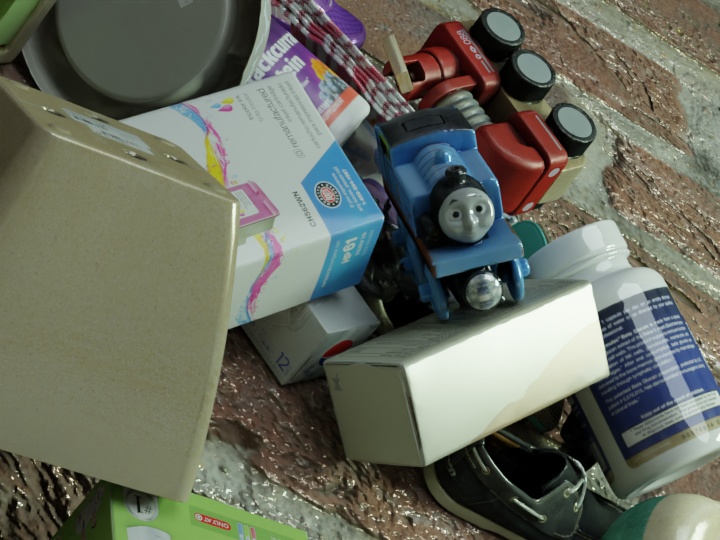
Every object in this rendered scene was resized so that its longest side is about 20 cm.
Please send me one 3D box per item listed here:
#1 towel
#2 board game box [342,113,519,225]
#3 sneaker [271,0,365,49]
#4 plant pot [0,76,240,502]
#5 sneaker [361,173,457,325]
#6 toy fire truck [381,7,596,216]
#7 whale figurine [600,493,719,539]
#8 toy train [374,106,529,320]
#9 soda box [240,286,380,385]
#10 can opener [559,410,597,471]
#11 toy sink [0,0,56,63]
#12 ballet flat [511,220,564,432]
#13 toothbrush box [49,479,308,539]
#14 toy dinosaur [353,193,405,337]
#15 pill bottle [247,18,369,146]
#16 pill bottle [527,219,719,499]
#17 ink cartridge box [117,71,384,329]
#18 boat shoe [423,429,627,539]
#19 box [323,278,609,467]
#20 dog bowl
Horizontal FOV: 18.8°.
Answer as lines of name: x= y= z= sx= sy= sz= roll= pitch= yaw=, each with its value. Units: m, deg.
towel: x=0.000 y=-0.151 z=1.805 sx=0.200 sy=0.030 sz=0.146 roll=48 pitch=-1 yaw=15
board game box: x=0.068 y=-0.079 z=1.899 sx=0.199 sy=0.026 sz=0.201 roll=23 pitch=36 yaw=-28
sneaker: x=-0.071 y=-0.260 z=1.908 sx=0.200 sy=0.089 sz=0.081 roll=33 pitch=31 yaw=-16
plant pot: x=-0.181 y=-0.002 z=1.305 sx=0.199 sy=0.178 sz=0.200 roll=20 pitch=11 yaw=-27
sneaker: x=0.029 y=0.018 z=1.713 sx=0.087 sy=0.076 sz=0.200 roll=-20 pitch=62 yaw=-40
toy fire truck: x=0.087 y=-0.139 z=1.871 sx=0.199 sy=0.129 sz=0.176 roll=-14 pitch=62 yaw=-41
whale figurine: x=0.245 y=0.250 z=1.641 sx=0.200 sy=0.103 sz=0.160 roll=40 pitch=53 yaw=-45
toy train: x=0.065 y=-0.044 z=1.617 sx=0.200 sy=0.086 sz=0.115 roll=-114 pitch=-170 yaw=-65
soda box: x=-0.075 y=-0.013 z=1.623 sx=0.068 sy=0.063 sz=0.200 roll=-8 pitch=57 yaw=-51
can opener: x=0.204 y=0.111 z=1.801 sx=0.200 sy=0.078 sz=0.064 roll=-54 pitch=133 yaw=-55
toy sink: x=-0.313 y=-0.224 z=1.554 sx=0.200 sy=0.130 sz=0.112 roll=-7 pitch=56 yaw=-53
ballet flat: x=0.143 y=0.052 z=1.794 sx=0.075 sy=0.068 sz=0.201 roll=50 pitch=30 yaw=-38
toothbrush box: x=-0.100 y=0.233 z=1.272 sx=0.145 sy=0.086 sz=0.201 roll=21 pitch=36 yaw=-29
toy dinosaur: x=0.000 y=0.000 z=1.639 sx=0.047 sy=0.088 sz=0.201 roll=-18 pitch=72 yaw=-37
pill bottle: x=-0.100 y=-0.153 z=1.721 sx=0.200 sy=0.111 sz=0.111 roll=41 pitch=31 yaw=-2
pill bottle: x=0.206 y=0.067 z=1.697 sx=0.111 sy=0.111 sz=0.201 roll=-9 pitch=69 yaw=-52
ink cartridge box: x=-0.107 y=-0.039 z=1.526 sx=0.199 sy=0.085 sz=0.145 roll=-20 pitch=64 yaw=-26
boat shoe: x=0.144 y=0.172 z=1.639 sx=0.199 sy=0.068 sz=0.072 roll=26 pitch=35 yaw=-29
box: x=0.079 y=0.072 z=1.594 sx=0.199 sy=0.095 sz=0.078 roll=-22 pitch=104 yaw=-37
dog bowl: x=-0.158 y=-0.197 z=1.641 sx=0.200 sy=0.200 sz=0.059 roll=48 pitch=14 yaw=10
